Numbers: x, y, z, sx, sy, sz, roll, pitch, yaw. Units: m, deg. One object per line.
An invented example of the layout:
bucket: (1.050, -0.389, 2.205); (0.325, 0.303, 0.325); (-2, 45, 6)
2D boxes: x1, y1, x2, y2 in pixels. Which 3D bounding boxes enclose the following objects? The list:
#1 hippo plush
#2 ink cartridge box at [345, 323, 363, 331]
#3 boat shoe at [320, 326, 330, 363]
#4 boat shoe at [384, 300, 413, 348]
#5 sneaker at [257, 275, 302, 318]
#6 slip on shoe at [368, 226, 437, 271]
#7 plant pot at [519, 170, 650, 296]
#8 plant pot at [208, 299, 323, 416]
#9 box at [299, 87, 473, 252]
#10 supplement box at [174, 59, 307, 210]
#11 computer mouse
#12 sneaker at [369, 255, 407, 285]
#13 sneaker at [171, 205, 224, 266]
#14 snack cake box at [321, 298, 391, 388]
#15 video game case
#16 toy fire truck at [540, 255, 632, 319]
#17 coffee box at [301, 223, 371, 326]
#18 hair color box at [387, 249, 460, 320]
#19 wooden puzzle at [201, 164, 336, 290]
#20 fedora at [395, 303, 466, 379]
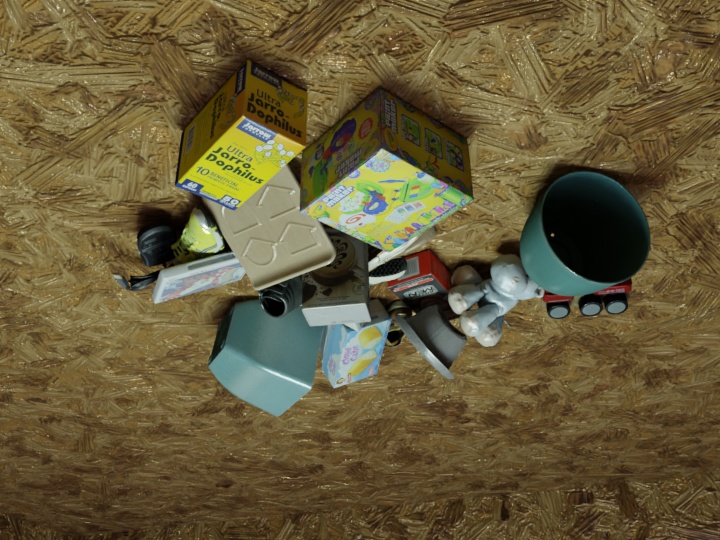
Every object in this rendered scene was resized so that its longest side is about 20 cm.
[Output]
hippo plush: (0.289, 0.054, 1.528); (0.199, 0.160, 0.160); (23, 142, -33)
ink cartridge box: (-0.084, 0.047, 1.549); (0.199, 0.047, 0.160); (28, 170, 10)
boat shoe: (-0.057, 0.157, 1.778); (0.062, 0.072, 0.200); (-2, 148, -11)
boat shoe: (0.060, 0.141, 1.754); (0.071, 0.068, 0.200); (6, 149, -15)
sneaker: (-0.150, -0.004, 1.403); (0.070, 0.099, 0.201); (-1, 115, 23)
slip on shoe: (0.054, -0.043, 1.435); (0.200, 0.076, 0.060); (-36, 130, 26)
plant pot: (0.369, -0.047, 1.340); (0.199, 0.202, 0.161); (6, 160, -12)
plant pot: (-0.217, 0.174, 1.696); (0.199, 0.197, 0.196); (23, 143, -19)
box: (0.039, -0.149, 1.219); (0.192, 0.123, 0.200); (23, 142, -34)
supplement box: (-0.179, -0.195, 1.149); (0.108, 0.110, 0.200); (22, 142, -33)
computer mouse: (-0.407, -0.031, 1.453); (0.140, 0.046, 0.200); (-24, 159, -10)
sneaker: (0.000, 0.000, 1.531); (0.198, 0.071, 0.093); (-7, 160, 13)
sneaker: (-0.297, -0.046, 1.392); (0.076, 0.076, 0.200); (-26, 162, -23)
snack cake box: (-0.012, 0.164, 1.715); (0.114, 0.067, 0.201); (-16, 142, -26)
video game case: (-0.295, 0.009, 1.456); (0.181, 0.023, 0.200); (-16, 172, -22)
toy fire truck: (0.443, 0.006, 1.505); (0.175, 0.129, 0.201); (-5, 138, 7)
coffee box: (-0.043, -0.011, 1.370); (0.112, 0.201, 0.080); (-6, 152, 6)
hair color box: (0.143, 0.040, 1.596); (0.101, 0.062, 0.200); (-18, 146, 25)
wooden puzzle: (-0.153, -0.083, 1.324); (0.184, 0.046, 0.201); (-20, 105, 28)
fedora: (0.155, 0.132, 1.574); (0.090, 0.177, 0.200); (-42, 163, 3)
